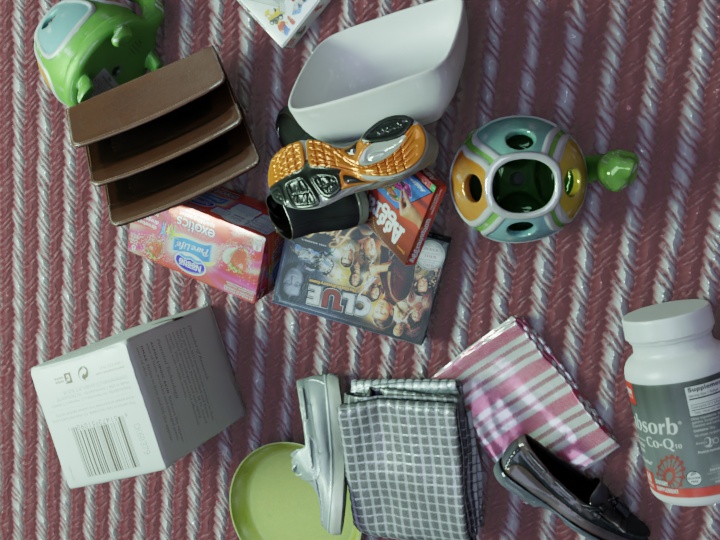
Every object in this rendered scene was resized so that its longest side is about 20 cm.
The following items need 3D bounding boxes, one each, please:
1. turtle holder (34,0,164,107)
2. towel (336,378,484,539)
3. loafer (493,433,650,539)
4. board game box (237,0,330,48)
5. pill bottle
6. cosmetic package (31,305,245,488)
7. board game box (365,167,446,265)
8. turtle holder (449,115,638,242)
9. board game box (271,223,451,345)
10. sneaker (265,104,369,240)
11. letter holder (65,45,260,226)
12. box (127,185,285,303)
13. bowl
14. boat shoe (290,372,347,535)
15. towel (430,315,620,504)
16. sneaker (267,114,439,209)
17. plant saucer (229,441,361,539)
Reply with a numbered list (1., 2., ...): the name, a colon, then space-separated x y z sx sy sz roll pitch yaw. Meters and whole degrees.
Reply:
1. turtle holder: -0.338 -0.297 1.167 0.131 0.141 0.186 38 113 16
2. towel: 0.061 0.236 1.123 0.164 0.085 0.202 -2 106 27
3. loafer: 0.254 0.260 1.058 0.199 0.072 0.063 28 111 2
4. board game box: -0.070 -0.388 1.099 0.126 0.035 0.200 47 113 7
5. pill bottle: 0.352 0.140 0.985 0.115 0.116 0.202 -13 95 23
6. cosmetic package: -0.286 0.162 1.199 0.163 0.200 0.167 -16 95 23
7. board game box: 0.021 -0.105 1.063 0.200 0.019 0.104 48 130 40
8. turtle holder: 0.189 -0.091 0.985 0.184 0.132 0.142 22 101 1
9. board game box: 0.000 0.000 1.121 0.198 0.035 0.137 15 106 6
10. sneaker: -0.079 -0.124 1.079 0.201 0.105 0.075 56 149 33
11. letter holder: -0.237 -0.159 1.100 0.198 0.101 0.143 -23 48 -1
12. box: -0.189 -0.047 1.170 0.198 0.100 0.096 21 116 16
13. bowl: 0.030 -0.217 1.020 0.198 0.201 0.075 -12 126 22
14. boat shoe: -0.054 0.234 1.164 0.071 0.070 0.203 -4 76 2
15. towel: 0.196 0.171 1.100 0.146 0.030 0.201 -40 84 24
16. sneaker: -0.005 -0.108 0.984 0.198 0.092 0.077 -10 84 26
17. plant saucer: -0.085 0.326 1.241 0.198 0.031 0.203 4 101 20
